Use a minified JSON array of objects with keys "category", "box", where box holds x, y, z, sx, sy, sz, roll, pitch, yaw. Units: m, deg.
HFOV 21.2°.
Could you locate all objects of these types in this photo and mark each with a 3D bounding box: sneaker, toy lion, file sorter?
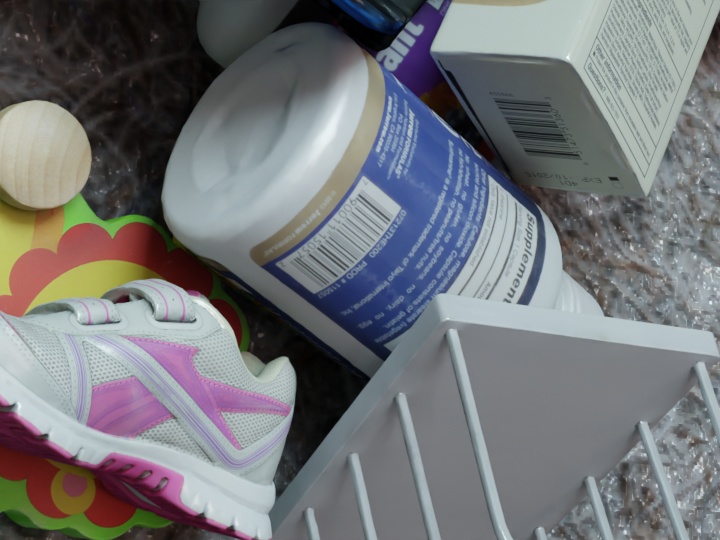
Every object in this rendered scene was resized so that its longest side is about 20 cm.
[{"category":"sneaker","box":[-0.104,0.040,0.788,0.199,0.081,0.089,32,72,-41]},{"category":"toy lion","box":[-0.147,0.041,0.830,0.200,0.068,0.193,-39,107,-29]},{"category":"file sorter","box":[0.059,0.125,0.821,0.138,0.200,0.125,7,49,-27]}]

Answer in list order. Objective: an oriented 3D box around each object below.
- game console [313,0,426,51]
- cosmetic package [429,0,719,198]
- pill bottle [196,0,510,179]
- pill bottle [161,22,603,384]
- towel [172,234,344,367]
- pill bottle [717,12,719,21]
[{"category":"game console","box":[-0.036,-0.193,0.786,0.199,0.118,0.171,39,66,-1]},{"category":"cosmetic package","box":[0.113,-0.144,0.848,0.105,0.071,0.201,52,55,-47]},{"category":"pill bottle","box":[-0.007,-0.122,0.905,0.199,0.111,0.112,35,66,-18]},{"category":"pill bottle","box":[0.018,-0.008,0.843,0.200,0.110,0.112,38,64,-33]},{"category":"towel","box":[0.000,0.000,0.911,0.200,0.018,0.087,38,64,-33]},{"category":"pill bottle","box":[0.180,-0.191,1.021,0.198,0.112,0.113,5,78,-28]}]
